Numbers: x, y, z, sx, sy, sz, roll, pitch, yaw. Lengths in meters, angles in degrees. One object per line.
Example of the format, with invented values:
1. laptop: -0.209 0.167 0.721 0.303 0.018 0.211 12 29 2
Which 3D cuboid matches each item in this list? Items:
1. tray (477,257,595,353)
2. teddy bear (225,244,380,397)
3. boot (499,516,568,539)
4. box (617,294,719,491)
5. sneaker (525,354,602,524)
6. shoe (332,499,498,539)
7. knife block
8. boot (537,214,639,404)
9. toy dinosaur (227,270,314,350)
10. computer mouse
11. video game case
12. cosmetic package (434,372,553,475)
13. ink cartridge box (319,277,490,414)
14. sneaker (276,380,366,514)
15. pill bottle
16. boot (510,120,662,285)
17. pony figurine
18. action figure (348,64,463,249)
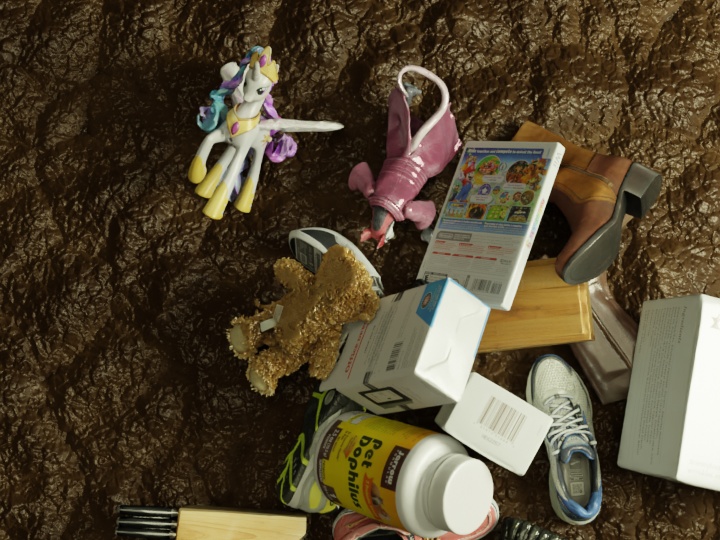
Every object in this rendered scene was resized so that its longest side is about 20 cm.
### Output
1. tray: 0.171 0.044 1.242 0.197 0.037 0.100 -8 81 20
2. teddy bear: -0.066 0.058 1.209 0.145 0.067 0.201 41 97 32
3. boot: 0.145 0.354 1.192 0.209 0.079 0.160 20 88 -18
4. box: 0.417 0.147 1.174 0.196 0.131 0.203 14 82 -13
5. sneaker: 0.247 0.195 1.222 0.076 0.085 0.203 -13 81 0
6. shoe: 0.066 0.303 1.201 0.197 0.091 0.072 -7 99 -1
7. knife block: -0.181 0.302 1.235 0.200 0.064 0.176 -42 83 -4
8. boot: 0.312 0.038 1.252 0.186 0.064 0.201 -40 78 10
9. toy dinosaur: -0.064 0.054 1.280 0.197 0.060 0.108 -9 94 1
10. computer mouse: 0.000 0.000 1.262 0.199 0.110 0.044 34 66 15
11. video game case: 0.148 -0.057 1.221 0.142 0.018 0.202 8 73 48
12. cosmetic package: 0.143 0.168 1.171 0.101 0.200 0.075 31 84 6
13. ink cartridge box: 0.045 0.090 1.162 0.068 0.199 0.117 33 63 -22
14. sneaker: -0.028 0.193 1.251 0.076 0.075 0.202 29 83 -20
15. pill bottle: 0.046 0.223 1.140 0.199 0.109 0.111 6 79 48
16. boot: 0.219 -0.086 1.221 0.199 0.069 0.189 27 69 32
17. pony figurine: -0.126 -0.169 1.256 0.165 0.193 0.202 28 103 9
18. action figure: 0.059 -0.115 1.251 0.133 0.149 0.202 24 70 0
